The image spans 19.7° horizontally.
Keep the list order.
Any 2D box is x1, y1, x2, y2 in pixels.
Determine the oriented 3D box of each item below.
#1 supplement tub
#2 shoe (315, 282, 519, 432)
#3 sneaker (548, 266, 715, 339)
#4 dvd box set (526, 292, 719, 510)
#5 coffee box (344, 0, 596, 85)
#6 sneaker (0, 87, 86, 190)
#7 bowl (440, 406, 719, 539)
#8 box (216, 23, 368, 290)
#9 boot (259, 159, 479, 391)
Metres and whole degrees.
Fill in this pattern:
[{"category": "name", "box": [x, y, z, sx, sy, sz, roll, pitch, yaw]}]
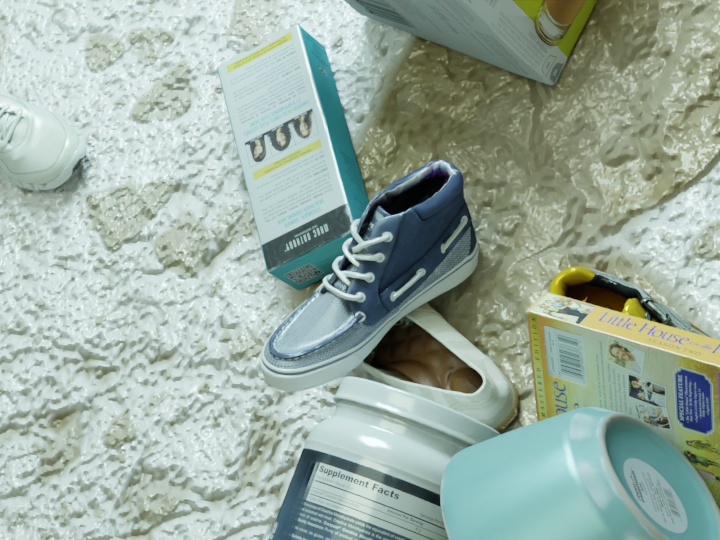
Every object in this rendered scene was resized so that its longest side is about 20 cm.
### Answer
[{"category": "supplement tub", "box": [0.009, 0.189, 1.457, 0.140, 0.140, 0.200, 15, 79, 33]}, {"category": "shoe", "box": [0.035, 0.053, 1.547, 0.200, 0.053, 0.070, 32, 89, 34]}, {"category": "sneaker", "box": [0.204, 0.063, 1.430, 0.200, 0.082, 0.078, 33, 89, 33]}, {"category": "dvd box set", "box": [0.208, 0.102, 1.387, 0.200, 0.146, 0.029, 16, 40, 33]}, {"category": "coffee box", "box": [0.073, -0.291, 1.569, 0.200, 0.200, 0.198, 25, 84, 34]}, {"category": "sneaker", "box": [-0.323, -0.131, 1.806, 0.200, 0.081, 0.075, 27, 84, 33]}, {"category": "bowl", "box": [0.159, 0.167, 1.333, 0.105, 0.201, 0.201, -43, 55, 26]}, {"category": "box", "box": [-0.050, -0.092, 1.653, 0.082, 0.049, 0.200, -25, 61, 19]}, {"category": "boot", "box": [0.000, 0.000, 1.515, 0.200, 0.090, 0.073, -38, 47, -24]}]
